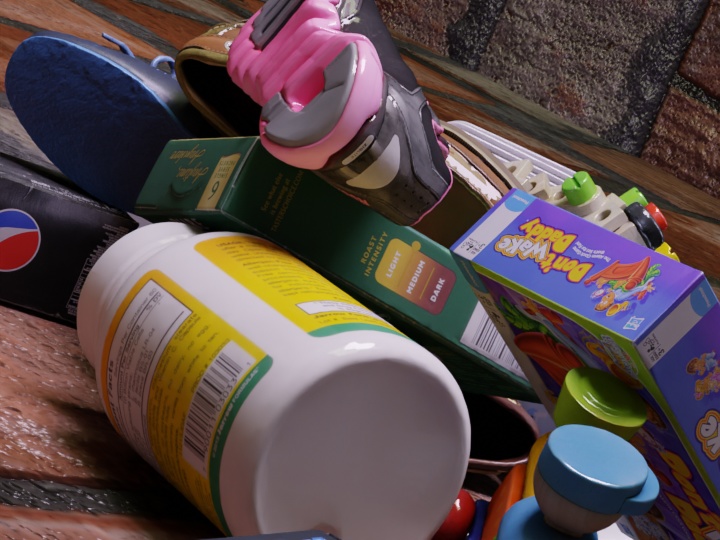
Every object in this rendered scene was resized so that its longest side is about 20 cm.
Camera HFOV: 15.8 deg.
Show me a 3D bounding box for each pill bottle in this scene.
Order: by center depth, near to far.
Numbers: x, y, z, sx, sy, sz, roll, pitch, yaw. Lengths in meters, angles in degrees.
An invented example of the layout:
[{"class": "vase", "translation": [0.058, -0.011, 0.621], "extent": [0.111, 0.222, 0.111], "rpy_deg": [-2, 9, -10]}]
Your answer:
[{"class": "pill bottle", "translation": [-0.047, 0.049, 1.124], "extent": [0.113, 0.113, 0.200], "rpy_deg": [17, 9, -34]}]

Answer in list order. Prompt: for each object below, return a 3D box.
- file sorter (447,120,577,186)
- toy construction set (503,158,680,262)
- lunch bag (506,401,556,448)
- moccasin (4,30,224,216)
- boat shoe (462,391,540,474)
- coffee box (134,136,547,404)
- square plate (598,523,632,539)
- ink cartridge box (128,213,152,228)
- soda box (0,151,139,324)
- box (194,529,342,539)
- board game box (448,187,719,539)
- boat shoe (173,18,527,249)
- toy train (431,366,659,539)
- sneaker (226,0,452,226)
[{"class": "file sorter", "translation": [0.078, -0.026, 1.801], "extent": [0.138, 0.125, 0.200], "rpy_deg": [26, 9, 7]}, {"class": "toy construction set", "translation": [0.146, 0.000, 1.542], "extent": [0.200, 0.092, 0.131], "rpy_deg": [41, 3, -25]}, {"class": "lunch bag", "translation": [0.187, 0.096, 1.422], "extent": [0.199, 0.124, 0.170], "rpy_deg": [11, 13, -26]}, {"class": "moccasin", "translation": [-0.093, -0.058, 1.351], "extent": [0.200, 0.081, 0.068], "rpy_deg": [35, 24, -2]}, {"class": "boat shoe", "translation": [0.007, 0.055, 1.348], "extent": [0.200, 0.071, 0.070], "rpy_deg": [19, 7, -29]}, {"class": "coffee box", "translation": [0.000, 0.000, 1.248], "extent": [0.200, 0.044, 0.123], "rpy_deg": [30, -10, -21]}, {"class": "square plate", "translation": [0.208, 0.163, 1.244], "extent": [0.199, 0.029, 0.198], "rpy_deg": [-1, 19, -24]}, {"class": "ink cartridge box", "translation": [-0.033, 0.000, 1.511], "extent": [0.146, 0.084, 0.200], "rpy_deg": [29, 10, 27]}, {"class": "soda box", "translation": [-0.219, -0.036, 1.316], "extent": [0.200, 0.063, 0.071], "rpy_deg": [20, 9, -28]}, {"class": "box", "translation": [-0.006, 0.149, 0.895], "extent": [0.160, 0.044, 0.200], "rpy_deg": [28, 10, 27]}, {"class": "board game box", "translation": [0.134, 0.065, 1.171], "extent": [0.134, 0.045, 0.200], "rpy_deg": [28, -24, 53]}, {"class": "boat shoe", "translation": [-0.008, -0.053, 1.281], "extent": [0.200, 0.072, 0.068], "rpy_deg": [32, 23, 19]}, {"class": "toy train", "translation": [0.084, 0.089, 1.107], "extent": [0.084, 0.116, 0.200], "rpy_deg": [24, 26, -2]}, {"class": "sneaker", "translation": [-0.002, -0.082, 1.210], "extent": [0.095, 0.079, 0.200], "rpy_deg": [37, 19, -23]}]
